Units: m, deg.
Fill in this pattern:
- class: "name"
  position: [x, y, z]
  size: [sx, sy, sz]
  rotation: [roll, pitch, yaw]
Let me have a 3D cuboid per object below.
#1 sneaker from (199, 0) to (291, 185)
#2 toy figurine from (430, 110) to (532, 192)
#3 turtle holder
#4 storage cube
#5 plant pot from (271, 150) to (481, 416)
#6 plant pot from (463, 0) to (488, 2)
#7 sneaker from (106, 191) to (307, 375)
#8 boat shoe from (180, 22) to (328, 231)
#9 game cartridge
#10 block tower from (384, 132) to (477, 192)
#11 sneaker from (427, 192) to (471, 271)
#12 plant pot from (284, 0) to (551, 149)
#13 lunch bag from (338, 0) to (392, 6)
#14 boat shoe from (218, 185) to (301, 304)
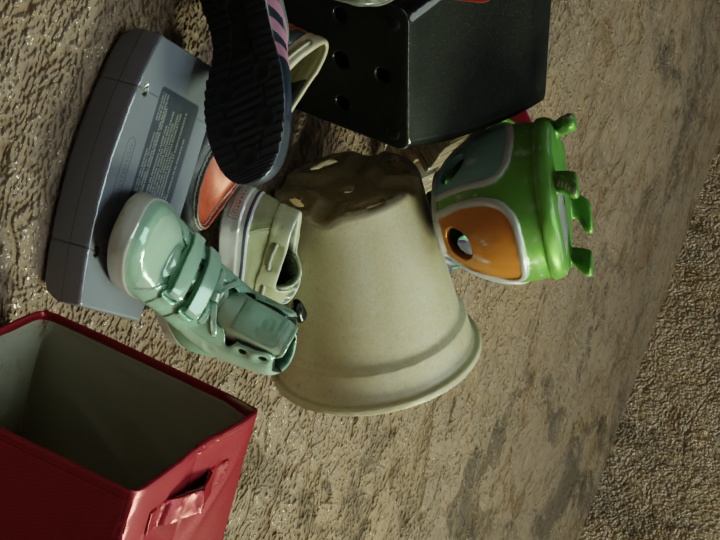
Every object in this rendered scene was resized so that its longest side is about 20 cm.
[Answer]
- class: "sneaker"
  position: [-0.075, -0.151, 1.261]
  size: [0.082, 0.070, 0.201]
  rotation: [34, 49, -64]
- class: "toy figurine"
  position: [0.130, -0.161, 1.879]
  size: [0.184, 0.149, 0.201]
  rotation: [-65, 138, -62]
- class: "turtle holder"
  position: [0.132, -0.075, 1.493]
  size: [0.141, 0.131, 0.186]
  rotation: [62, 24, -59]
- class: "storage cube"
  position: [-0.196, 0.155, 1.085]
  size: [0.171, 0.199, 0.181]
  rotation: [-29, 138, -64]
- class: "plant pot"
  position: [0.000, 0.000, 1.538]
  size: [0.201, 0.199, 0.184]
  rotation: [-50, 137, -49]
- class: "plant pot"
  position: [0.028, -0.352, 1.325]
  size: [0.177, 0.199, 0.201]
  rotation: [-67, 161, -45]
- class: "sneaker"
  position: [-0.104, 0.012, 1.230]
  size: [0.074, 0.118, 0.201]
  rotation: [-65, 158, -18]
- class: "boat shoe"
  position: [-0.091, -0.114, 1.354]
  size: [0.071, 0.062, 0.201]
  rotation: [72, 39, -60]
- class: "game cartridge"
  position: [-0.166, -0.068, 1.226]
  size: [0.133, 0.041, 0.201]
  rotation: [23, 83, -66]
- class: "block tower"
  position: [0.069, -0.124, 1.645]
  size: [0.054, 0.058, 0.200]
  rotation: [-28, 173, -20]
- class: "sneaker"
  position: [0.121, -0.036, 1.804]
  size: [0.088, 0.199, 0.075]
  rotation: [92, 6, -46]
- class: "plant pot"
  position: [0.035, -0.218, 1.447]
  size: [0.177, 0.199, 0.201]
  rotation: [-41, 143, -40]
- class: "lunch bag"
  position: [-0.035, -0.296, 1.171]
  size: [0.139, 0.199, 0.169]
  rotation: [-38, 146, -54]
- class: "boat shoe"
  position: [-0.082, 0.003, 1.435]
  size: [0.200, 0.062, 0.072]
  rotation: [90, 23, -61]
